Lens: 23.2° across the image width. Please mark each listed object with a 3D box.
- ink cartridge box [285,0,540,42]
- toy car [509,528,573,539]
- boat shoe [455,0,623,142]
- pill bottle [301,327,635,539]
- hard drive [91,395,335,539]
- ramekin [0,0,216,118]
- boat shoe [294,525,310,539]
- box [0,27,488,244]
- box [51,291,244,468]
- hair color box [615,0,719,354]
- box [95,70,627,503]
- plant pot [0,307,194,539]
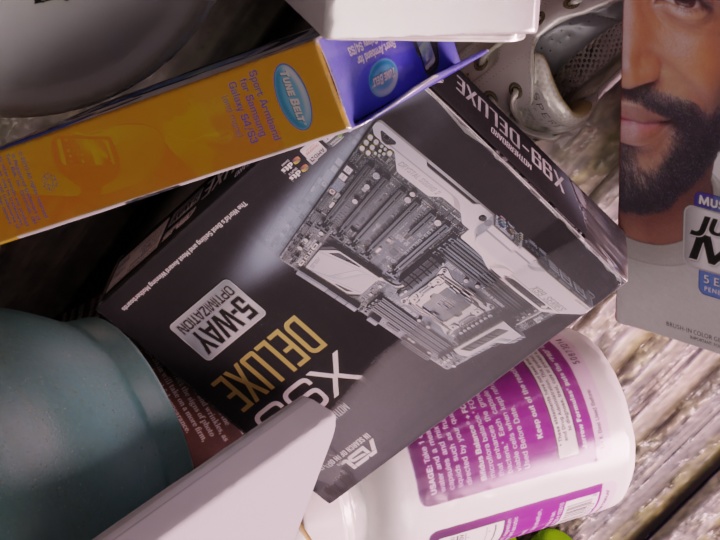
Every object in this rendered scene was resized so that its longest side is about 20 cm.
[{"bbox_3d":[0.010,-0.197,0.643,0.084,0.145,0.200,-4,113,-15],"label":"ink cartridge box"},{"bbox_3d":[0.077,0.282,1.142,0.158,0.200,0.164,26,121,-37],"label":"toy car"},{"bbox_3d":[0.086,-0.097,0.866,0.071,0.069,0.200,29,118,-38],"label":"boat shoe"},{"bbox_3d":[0.047,0.108,1.009,0.200,0.112,0.112,-13,137,-18],"label":"pill bottle"},{"bbox_3d":[-0.084,0.145,0.775,0.200,0.026,0.132,-31,146,-59],"label":"hard drive"},{"bbox_3d":[-0.141,-0.152,0.714,0.202,0.094,0.203,-10,135,-10],"label":"ramekin"},{"bbox_3d":[-0.093,0.154,0.957,0.069,0.200,0.071,-35,106,-29],"label":"boat shoe"},{"bbox_3d":[-0.051,-0.066,0.705,0.200,0.119,0.042,-18,100,28],"label":"box"},{"bbox_3d":[-0.088,0.049,0.927,0.200,0.075,0.100,-25,111,8],"label":"box"},{"bbox_3d":[0.178,-0.059,0.795,0.064,0.111,0.200,-30,128,-42],"label":"hair color box"},{"bbox_3d":[0.000,0.000,0.826,0.200,0.050,0.158,-39,109,26],"label":"box"},{"bbox_3d":[-0.160,0.099,0.814,0.134,0.200,0.201,-23,141,-28],"label":"plant pot"}]
